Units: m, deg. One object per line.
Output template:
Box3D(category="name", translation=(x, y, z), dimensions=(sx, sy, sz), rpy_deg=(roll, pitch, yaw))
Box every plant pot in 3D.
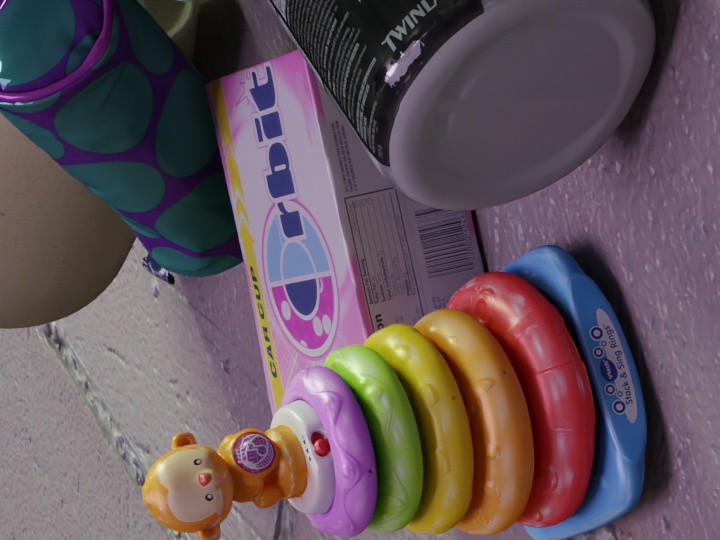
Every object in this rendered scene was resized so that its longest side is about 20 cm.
Box3D(category="plant pot", translation=(-0.165, -0.100, 1.519), dimensions=(0.200, 0.187, 0.188), rpy_deg=(-48, 58, 50))

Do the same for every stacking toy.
Box3D(category="stacking toy", translation=(0.005, 0.067, 1.189), dimensions=(0.110, 0.200, 0.116), rpy_deg=(-37, 68, 63))

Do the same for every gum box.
Box3D(category="gum box", translation=(0.000, 0.000, 1.325), dimensions=(0.113, 0.066, 0.200), rpy_deg=(-12, 90, 64))

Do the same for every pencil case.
Box3D(category="pencil case", translation=(-0.109, -0.070, 1.385), dimensions=(0.092, 0.085, 0.200), rpy_deg=(24, 167, 32))

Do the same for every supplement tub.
Box3D(category="supplement tub", translation=(0.019, -0.130, 1.159), dimensions=(0.200, 0.122, 0.123), rpy_deg=(58, 149, 36))
